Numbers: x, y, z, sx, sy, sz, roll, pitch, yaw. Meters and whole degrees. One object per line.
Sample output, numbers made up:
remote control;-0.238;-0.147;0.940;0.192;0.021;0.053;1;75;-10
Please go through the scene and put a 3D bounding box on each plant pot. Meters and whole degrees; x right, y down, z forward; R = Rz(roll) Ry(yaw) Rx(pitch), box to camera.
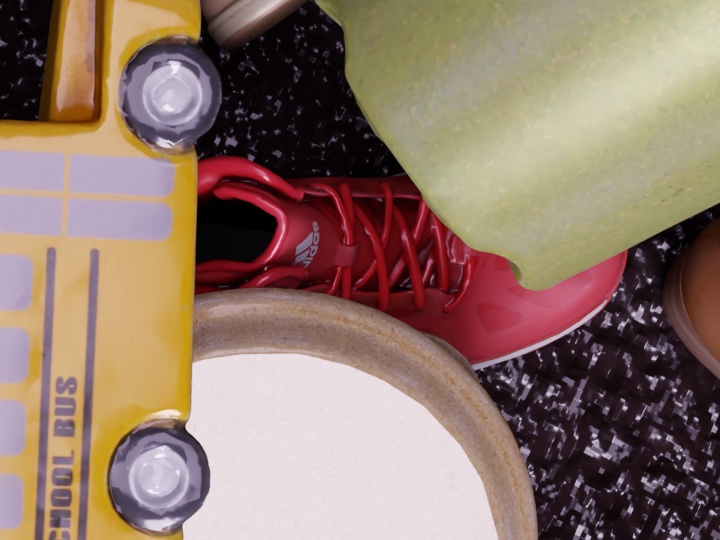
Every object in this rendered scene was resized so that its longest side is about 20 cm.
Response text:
plant pot;0.092;-0.097;0.825;0.184;0.200;0.201;-34;92;18

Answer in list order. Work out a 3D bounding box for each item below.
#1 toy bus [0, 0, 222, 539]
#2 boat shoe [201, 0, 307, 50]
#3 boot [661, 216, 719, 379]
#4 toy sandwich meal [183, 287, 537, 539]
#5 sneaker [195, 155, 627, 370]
toy bus;-0.084;0.018;0.767;0.078;0.065;0.202;1;92;-12
boat shoe;0.003;-0.161;0.916;0.064;0.071;0.200;42;74;-7
boot;0.193;0.049;0.885;0.200;0.155;0.077;44;83;-3
toy sandwich meal;-0.039;0.093;0.870;0.203;0.070;0.207;-2;111;-6
sneaker;0.000;0.000;0.884;0.198;0.116;0.079;-7;88;-7
